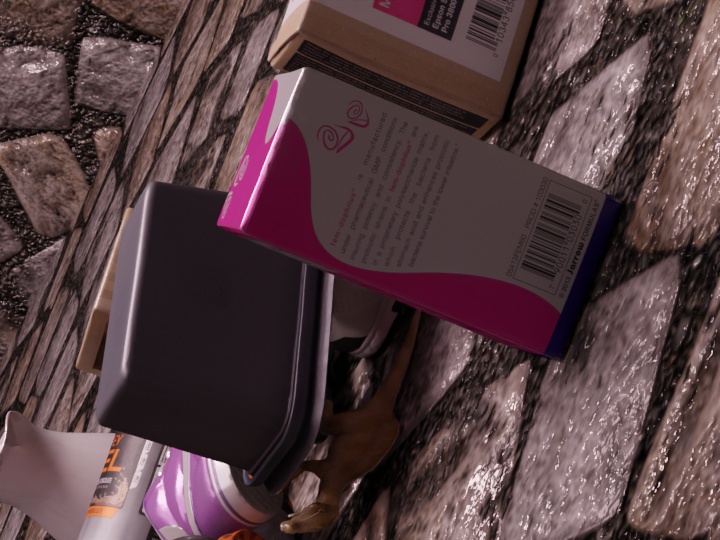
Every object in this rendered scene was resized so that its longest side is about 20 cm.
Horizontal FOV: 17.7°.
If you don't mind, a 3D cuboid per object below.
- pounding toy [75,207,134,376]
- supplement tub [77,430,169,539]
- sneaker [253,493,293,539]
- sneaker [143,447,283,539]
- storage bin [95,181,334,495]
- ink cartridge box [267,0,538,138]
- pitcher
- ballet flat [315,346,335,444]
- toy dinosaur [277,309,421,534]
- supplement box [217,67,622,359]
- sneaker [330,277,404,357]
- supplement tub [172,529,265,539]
[{"bbox_3d":[-0.131,0.019,2.019,0.200,0.184,0.142,120,167,-65],"label":"pounding toy"},{"bbox_3d":[-0.153,0.174,1.925,0.123,0.122,0.200,147,143,-69],"label":"supplement tub"},{"bbox_3d":[-0.092,0.170,1.784,0.200,0.078,0.112,138,151,-62],"label":"sneaker"},{"bbox_3d":[-0.120,0.119,1.699,0.114,0.073,0.201,-38,38,33],"label":"sneaker"},{"bbox_3d":[-0.103,0.038,1.584,0.146,0.134,0.200,126,154,-56],"label":"storage bin"},{"bbox_3d":[0.045,-0.213,1.669,0.075,0.165,0.200,143,147,-67],"label":"ink cartridge box"},{"bbox_3d":[-0.243,0.198,2.079,0.172,0.200,0.121,171,120,-76],"label":"pitcher"},{"bbox_3d":[-0.053,0.078,1.784,0.200,0.072,0.072,-85,21,-59],"label":"ballet flat"},{"bbox_3d":[-0.003,0.116,1.604,0.101,0.058,0.200,-17,37,52],"label":"toy dinosaur"},{"bbox_3d":[0.031,-0.033,1.340,0.101,0.200,0.103,-68,13,-2],"label":"supplement box"},{"bbox_3d":[0.000,0.000,1.673,0.200,0.080,0.074,121,165,-61],"label":"sneaker"},{"bbox_3d":[-0.146,0.260,1.605,0.200,0.123,0.123,-26,30,19],"label":"supplement tub"}]
